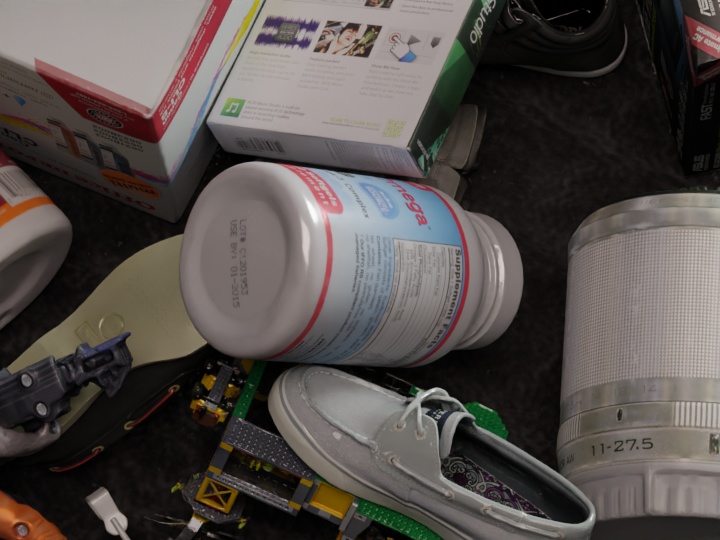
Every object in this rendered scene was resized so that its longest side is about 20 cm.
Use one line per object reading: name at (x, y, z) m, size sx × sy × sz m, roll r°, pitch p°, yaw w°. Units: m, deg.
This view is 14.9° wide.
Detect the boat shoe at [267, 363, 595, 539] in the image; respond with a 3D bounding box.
boat shoe at (0.044, 0.101, 1.533) m, size 0.200 × 0.072 × 0.070 m, roll 32°, pitch 42°, yaw 5°

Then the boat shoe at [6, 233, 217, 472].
boat shoe at (-0.133, 0.046, 1.628) m, size 0.201 × 0.063 × 0.074 m, roll -37°, pitch 64°, yaw 5°

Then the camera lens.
camera lens at (0.196, 0.062, 1.596) m, size 0.159 × 0.160 × 0.201 m, roll 4°, pitch 72°, yaw 1°

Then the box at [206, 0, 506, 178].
box at (0.010, -0.152, 1.653) m, size 0.144 × 0.036 × 0.201 m, roll 9°, pitch 62°, yaw 30°

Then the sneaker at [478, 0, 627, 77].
sneaker at (0.070, -0.164, 1.701) m, size 0.199 × 0.099 × 0.071 m, roll 3°, pitch 74°, yaw 2°

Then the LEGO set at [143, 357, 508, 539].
LEGO set at (-0.020, 0.130, 1.615) m, size 0.199 × 0.116 × 0.154 m, roll 20°, pitch 43°, yaw -9°

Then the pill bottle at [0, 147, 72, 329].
pill bottle at (-0.278, -0.056, 1.653) m, size 0.114 × 0.114 × 0.200 m, roll -42°, pitch 77°, yaw -13°

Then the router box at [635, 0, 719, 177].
router box at (0.208, -0.161, 1.646) m, size 0.062 × 0.200 × 0.151 m, roll -12°, pitch 72°, yaw 0°

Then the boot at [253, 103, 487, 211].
boot at (-0.006, -0.037, 1.679) m, size 0.130 × 0.068 × 0.201 m, roll 26°, pitch 75°, yaw 2°

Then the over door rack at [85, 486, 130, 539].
over door rack at (-0.157, 0.240, 1.583) m, size 0.147 × 0.067 × 0.200 m, roll -34°, pitch 75°, yaw -12°

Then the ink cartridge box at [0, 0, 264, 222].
ink cartridge box at (-0.150, -0.143, 1.639) m, size 0.145 × 0.200 × 0.145 m, roll 22°, pitch 75°, yaw 8°

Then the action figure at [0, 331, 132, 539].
action figure at (-0.212, 0.110, 1.546) m, size 0.199 × 0.105 × 0.194 m, roll -33°, pitch 79°, yaw 20°

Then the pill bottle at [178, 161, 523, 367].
pill bottle at (0.000, 0.000, 1.572) m, size 0.108 × 0.199 × 0.110 m, roll -4°, pitch 84°, yaw 42°
